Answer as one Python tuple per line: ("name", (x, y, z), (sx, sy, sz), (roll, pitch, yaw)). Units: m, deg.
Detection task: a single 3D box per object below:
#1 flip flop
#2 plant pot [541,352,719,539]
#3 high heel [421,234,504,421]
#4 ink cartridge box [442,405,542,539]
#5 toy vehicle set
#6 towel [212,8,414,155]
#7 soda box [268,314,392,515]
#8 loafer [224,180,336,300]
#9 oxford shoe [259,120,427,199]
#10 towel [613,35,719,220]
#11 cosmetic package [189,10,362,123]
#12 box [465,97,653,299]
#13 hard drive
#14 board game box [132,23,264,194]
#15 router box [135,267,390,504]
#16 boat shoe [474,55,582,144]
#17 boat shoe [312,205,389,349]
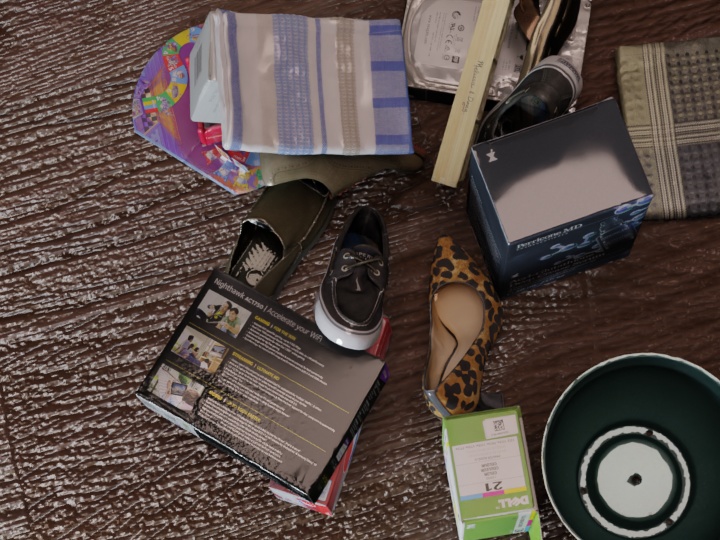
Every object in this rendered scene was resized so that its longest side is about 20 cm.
("flip flop", (0.182, -0.250, 1.676), (0.057, 0.081, 0.201), (17, 81, 21))
("plant pot", (0.269, 0.193, 1.546), (0.199, 0.134, 0.202), (-1, 73, 2))
("high heel", (0.086, 0.051, 1.588), (0.071, 0.142, 0.201), (-19, 74, 24))
("ink cartridge box", (0.129, 0.243, 1.530), (0.075, 0.148, 0.201), (-8, 74, 0))
("toy vehicle set", (0.115, -0.184, 1.632), (0.026, 0.124, 0.201), (16, 97, 5))
("towel", (-0.046, -0.185, 1.588), (0.199, 0.024, 0.148), (1, 75, -18))
("soda box", (-0.028, 0.136, 1.608), (0.063, 0.070, 0.201), (17, 76, 10))
("loafer", (-0.082, -0.042, 1.661), (0.075, 0.070, 0.201), (23, 76, 8))
("oxford shoe", (-0.020, -0.109, 1.653), (0.199, 0.070, 0.075), (4, 91, -31))
("towel", (0.371, -0.153, 1.700), (0.191, 0.035, 0.201), (-5, 76, 4))
("cosmetic package", (-0.069, -0.202, 1.658), (0.199, 0.113, 0.082), (3, 73, -15))
("box", (0.191, -0.066, 1.590), (0.148, 0.200, 0.108), (-19, 74, -3))
("hard drive", (0.141, -0.241, 1.727), (0.199, 0.038, 0.141), (10, 75, 4))
("board game box", (-0.145, -0.183, 1.719), (0.199, 0.039, 0.158), (32, 78, 10))
("router box", (-0.093, 0.110, 1.558), (0.199, 0.051, 0.150), (29, 77, 13))
("boat shoe", (0.155, -0.141, 1.612), (0.069, 0.200, 0.057), (39, 57, 4))
("boat shoe", (0.000, 0.000, 1.591), (0.069, 0.067, 0.200), (17, 31, -2))
